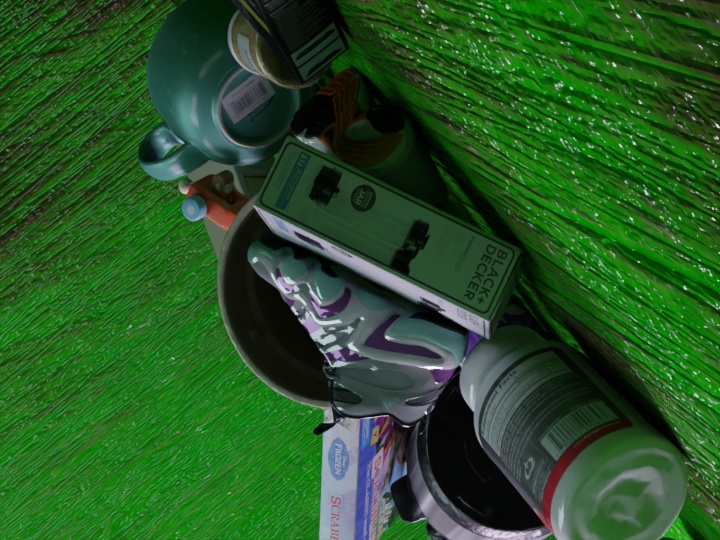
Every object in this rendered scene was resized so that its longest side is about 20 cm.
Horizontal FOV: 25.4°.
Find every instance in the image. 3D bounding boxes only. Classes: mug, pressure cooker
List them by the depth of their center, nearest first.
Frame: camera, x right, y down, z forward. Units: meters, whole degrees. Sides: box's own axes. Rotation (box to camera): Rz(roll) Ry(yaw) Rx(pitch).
[{"bbox_3d":[0.127,0.179,1.504,0.174,0.180,0.200,21,165,4],"label":"pressure cooker"},{"bbox_3d":[-0.122,-0.165,1.536,0.150,0.187,0.114,2,-156,-29],"label":"mug"}]

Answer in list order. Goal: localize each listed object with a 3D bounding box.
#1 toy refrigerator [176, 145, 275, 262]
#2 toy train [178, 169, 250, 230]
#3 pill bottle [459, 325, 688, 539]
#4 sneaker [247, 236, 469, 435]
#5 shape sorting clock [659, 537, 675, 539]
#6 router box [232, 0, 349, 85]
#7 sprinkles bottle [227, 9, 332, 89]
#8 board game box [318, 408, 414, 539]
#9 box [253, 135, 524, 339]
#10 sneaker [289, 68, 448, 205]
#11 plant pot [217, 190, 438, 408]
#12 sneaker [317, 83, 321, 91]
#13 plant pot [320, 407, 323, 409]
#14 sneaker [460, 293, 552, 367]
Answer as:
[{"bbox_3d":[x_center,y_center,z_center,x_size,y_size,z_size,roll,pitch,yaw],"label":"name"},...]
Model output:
[{"bbox_3d":[-0.117,-0.068,1.651,0.076,0.070,0.202,-2,-113,-55],"label":"toy refrigerator"},{"bbox_3d":[-0.077,-0.075,1.561,0.150,0.056,0.199,37,-149,18],"label":"toy train"},{"bbox_3d":[0.153,0.124,1.219,0.111,0.110,0.200,53,178,-35],"label":"pill bottle"},{"bbox_3d":[-0.022,0.067,1.305,0.198,0.141,0.078,27,-161,15],"label":"sneaker"},{"bbox_3d":[0.300,0.337,1.423,0.200,0.039,0.201,43,-150,-33],"label":"shape sorting clock"},{"bbox_3d":[-0.098,-0.254,1.194,0.201,0.052,0.157,52,177,24],"label":"router box"},{"bbox_3d":[-0.070,-0.196,1.364,0.068,0.068,0.200,52,178,-16],"label":"sprinkles bottle"},{"bbox_3d":[0.021,0.153,1.534,0.041,0.199,0.202,13,118,20],"label":"board game box"},{"bbox_3d":[0.024,-0.023,1.222,0.198,0.061,0.117,26,174,7],"label":"box"},{"bbox_3d":[0.008,-0.096,1.304,0.092,0.076,0.200,48,-179,-29],"label":"sneaker"},{"bbox_3d":[0.000,0.000,1.425,0.201,0.200,0.183,52,-156,4],"label":"plant pot"},{"bbox_3d":[-0.097,-0.205,1.657,0.201,0.071,0.083,53,-176,-19],"label":"sneaker"},{"bbox_3d":[0.006,0.073,1.729,0.198,0.183,0.200,26,173,27],"label":"plant pot"},{"bbox_3d":[0.154,0.083,1.355,0.200,0.081,0.083,46,163,-14],"label":"sneaker"}]
